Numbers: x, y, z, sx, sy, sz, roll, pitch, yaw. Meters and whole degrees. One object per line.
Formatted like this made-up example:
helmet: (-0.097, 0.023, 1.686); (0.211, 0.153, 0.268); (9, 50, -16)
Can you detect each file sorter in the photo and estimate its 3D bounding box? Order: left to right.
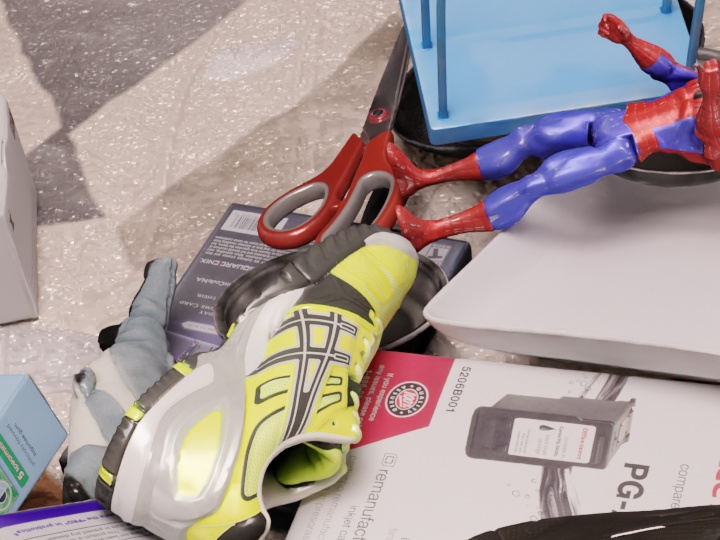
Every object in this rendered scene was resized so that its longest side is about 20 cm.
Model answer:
file sorter: (0.084, -0.185, 1.010); (0.138, 0.123, 0.201); (-9, 56, -3)

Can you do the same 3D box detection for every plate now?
plate: (0.157, 0.003, 0.939); (0.199, 0.032, 0.200); (7, 27, 26)

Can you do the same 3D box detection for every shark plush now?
shark plush: (-0.095, 0.082, 0.958); (0.083, 0.091, 0.200); (0, 36, -6)

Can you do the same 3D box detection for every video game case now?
video game case: (-0.044, 0.043, 1.028); (0.142, 0.019, 0.200); (10, 46, 22)

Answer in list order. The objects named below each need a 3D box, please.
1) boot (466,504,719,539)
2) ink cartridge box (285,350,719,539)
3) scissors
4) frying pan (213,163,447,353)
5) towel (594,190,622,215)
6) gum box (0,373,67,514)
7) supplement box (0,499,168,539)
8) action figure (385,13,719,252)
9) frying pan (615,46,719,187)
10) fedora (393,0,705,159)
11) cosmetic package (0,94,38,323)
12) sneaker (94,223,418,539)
boot: (0.120, 0.164, 0.721); (0.199, 0.151, 0.073); (-8, 7, 38)
ink cartridge box: (0.081, 0.117, 0.867); (0.199, 0.084, 0.145); (4, 42, 18)
scissors: (0.014, -0.070, 1.056); (0.073, 0.014, 0.200); (4, 42, 32)
frying pan: (-0.017, 0.003, 1.020); (0.114, 0.031, 0.190); (-9, 27, -1)
towel: (0.210, -0.042, 1.061); (0.192, 0.035, 0.200); (-12, 40, -1)
gum box: (-0.251, 0.131, 0.918); (0.169, 0.045, 0.200); (-4, 39, 32)
supplement box: (-0.062, 0.180, 0.783); (0.200, 0.102, 0.103); (31, 21, 35)
action figure: (0.106, -0.075, 0.942); (0.199, 0.099, 0.065); (-14, 51, 7)
frying pan: (0.188, -0.065, 1.000); (0.190, 0.031, 0.115); (21, 45, 29)
fedora: (0.094, -0.143, 1.126); (0.200, 0.092, 0.201); (-14, 26, 7)
cosmetic package: (-0.278, -0.018, 1.101); (0.199, 0.081, 0.113); (-8, 41, 1)
sneaker: (-0.028, 0.054, 0.866); (0.076, 0.076, 0.200); (33, 49, 14)
